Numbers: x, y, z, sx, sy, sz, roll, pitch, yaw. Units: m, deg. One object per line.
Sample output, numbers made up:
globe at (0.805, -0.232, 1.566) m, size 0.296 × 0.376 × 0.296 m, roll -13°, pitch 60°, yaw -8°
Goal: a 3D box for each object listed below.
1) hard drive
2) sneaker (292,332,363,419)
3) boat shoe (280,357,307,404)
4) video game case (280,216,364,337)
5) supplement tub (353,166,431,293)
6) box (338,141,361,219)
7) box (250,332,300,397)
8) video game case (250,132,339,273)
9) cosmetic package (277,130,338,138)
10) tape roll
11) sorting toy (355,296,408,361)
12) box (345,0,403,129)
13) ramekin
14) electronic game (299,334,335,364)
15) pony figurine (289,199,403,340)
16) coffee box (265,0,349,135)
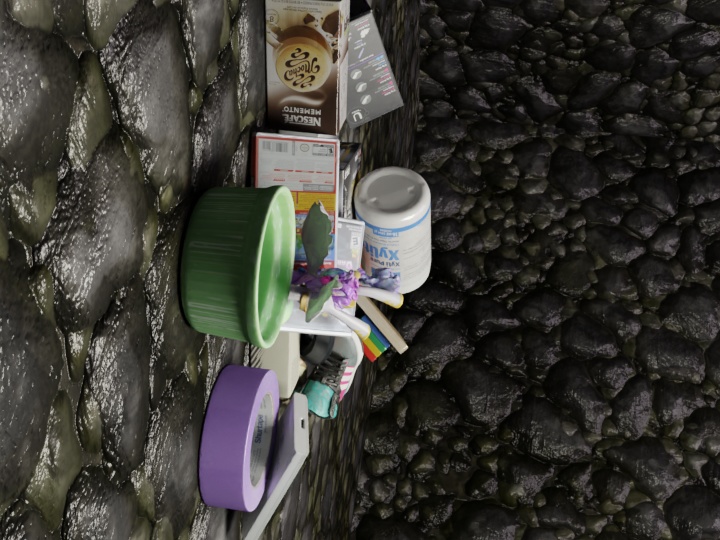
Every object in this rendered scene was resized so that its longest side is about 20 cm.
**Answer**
hard drive at (-0.132, 0.304, 1.421) m, size 0.132 × 0.026 × 0.201 m, roll -97°, pitch -149°, yaw -57°
sneaker at (-0.060, 0.184, 1.567) m, size 0.121 × 0.083 × 0.201 m, roll -56°, pitch 164°, yaw -41°
boat shoe at (-0.130, 0.202, 1.645) m, size 0.065 × 0.072 × 0.200 m, roll -42°, pitch 161°, yaw -17°
video game case at (-0.087, 0.002, 1.383) m, size 0.023 × 0.199 × 0.183 m, roll 5°, pitch -92°, yaw 55°
supplement tub at (0.058, -0.068, 1.597) m, size 0.201 × 0.131 × 0.132 m, roll 83°, pitch 15°, yaw -49°
box at (-0.035, -0.118, 1.548) m, size 0.200 × 0.048 × 0.159 m, roll -66°, pitch 158°, yaw -69°
box at (-0.134, 0.096, 1.464) m, size 0.082 × 0.068 × 0.201 m, roll -67°, pitch 162°, yaw -67°
video game case at (-0.096, -0.097, 1.348) m, size 0.017 × 0.142 × 0.201 m, roll 5°, pitch -86°, yaw 56°
cosmetic package at (-0.083, -0.245, 1.555) m, size 0.200 × 0.074 × 0.102 m, roll 37°, pitch 61°, yaw -80°
tape roll at (-0.170, 0.238, 1.318) m, size 0.200 × 0.065 × 0.202 m, roll 6°, pitch 90°, yaw -84°
sorting toy at (-0.011, 0.073, 1.655) m, size 0.070 × 0.200 × 0.199 m, roll -41°, pitch -177°, yaw 0°
box at (-0.018, -0.354, 1.509) m, size 0.200 × 0.106 × 0.123 m, roll 64°, pitch 2°, yaw -48°
ramekin at (-0.149, -0.009, 1.134) m, size 0.200 × 0.097 × 0.201 m, roll 6°, pitch 90°, yaw -83°
electronic game at (-0.091, 0.056, 1.519) m, size 0.200 × 0.041 × 0.201 m, roll 28°, pitch -57°, yaw 56°
pony figurine at (-0.045, 0.021, 1.288) m, size 0.193 × 0.199 × 0.167 m, roll -46°, pitch -141°, yaw 47°
coffee box at (-0.078, -0.312, 1.369) m, size 0.080 × 0.112 × 0.201 m, roll -71°, pitch 165°, yaw -59°
